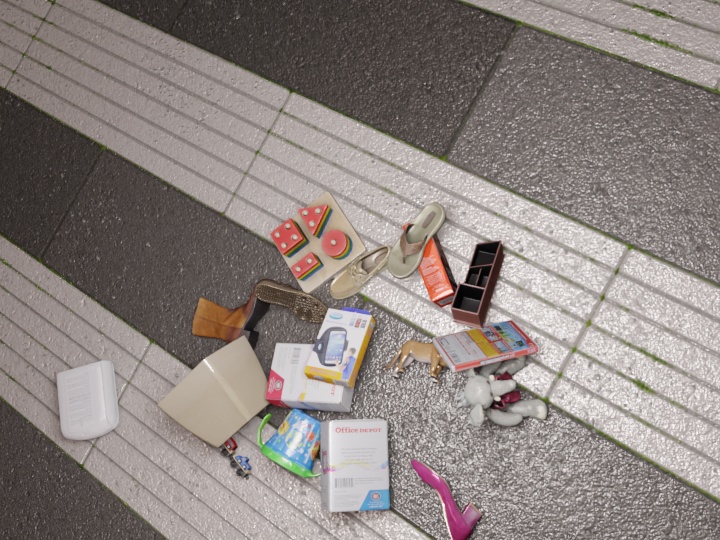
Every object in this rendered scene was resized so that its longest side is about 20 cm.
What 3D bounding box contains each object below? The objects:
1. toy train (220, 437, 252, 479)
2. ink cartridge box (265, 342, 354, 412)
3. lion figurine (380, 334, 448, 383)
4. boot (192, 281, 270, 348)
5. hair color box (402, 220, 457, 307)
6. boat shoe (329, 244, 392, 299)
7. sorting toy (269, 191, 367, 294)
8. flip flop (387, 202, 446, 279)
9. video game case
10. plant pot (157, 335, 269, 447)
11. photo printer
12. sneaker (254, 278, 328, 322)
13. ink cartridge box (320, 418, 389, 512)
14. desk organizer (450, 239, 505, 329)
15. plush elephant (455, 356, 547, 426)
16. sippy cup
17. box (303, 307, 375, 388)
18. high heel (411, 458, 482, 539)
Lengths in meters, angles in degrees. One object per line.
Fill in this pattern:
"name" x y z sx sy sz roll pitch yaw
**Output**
"toy train" -0.340 0.450 1.798 0.046 0.034 0.200 -41 67 -6
"ink cartridge box" -0.117 0.261 1.714 0.199 0.086 0.148 1 63 19
"lion figurine" 0.151 0.197 1.657 0.199 0.073 0.123 6 63 26
"boot" -0.345 0.103 1.871 0.199 0.068 0.189 13 91 29
"hair color box" 0.172 -0.019 1.679 0.061 0.101 0.201 -25 72 14
"boat shoe" 0.000 0.000 1.755 0.199 0.065 0.072 -33 70 10
"sorting toy" -0.119 -0.078 1.811 0.198 0.070 0.200 -36 69 9
"flip flop" 0.126 -0.073 1.621 0.081 0.058 0.200 37 93 23
"video game case" 0.275 0.165 1.556 0.199 0.143 0.018 -12 112 -8
"plant pot" -0.337 0.311 1.731 0.200 0.200 0.177 -43 85 22
"photo printer" -0.754 0.364 1.941 0.166 0.069 0.201 -17 74 15
"sneaker" -0.170 0.066 1.795 0.199 0.076 0.071 24 110 -4
"ink cartridge box" -0.014 0.447 1.622 0.144 0.085 0.201 3 78 -17
"desk organizer" 0.271 0.024 1.619 0.071 0.077 0.201 13 67 21
"plush elephant" 0.292 0.265 1.545 0.199 0.155 0.166 -17 73 15
"sippy cup" -0.152 0.410 1.693 0.177 0.140 0.131 33 77 -19
"box" -0.045 0.172 1.668 0.118 0.042 0.201 8 62 23
"high heel" 0.173 0.520 1.583 0.200 0.067 0.096 41 83 9
